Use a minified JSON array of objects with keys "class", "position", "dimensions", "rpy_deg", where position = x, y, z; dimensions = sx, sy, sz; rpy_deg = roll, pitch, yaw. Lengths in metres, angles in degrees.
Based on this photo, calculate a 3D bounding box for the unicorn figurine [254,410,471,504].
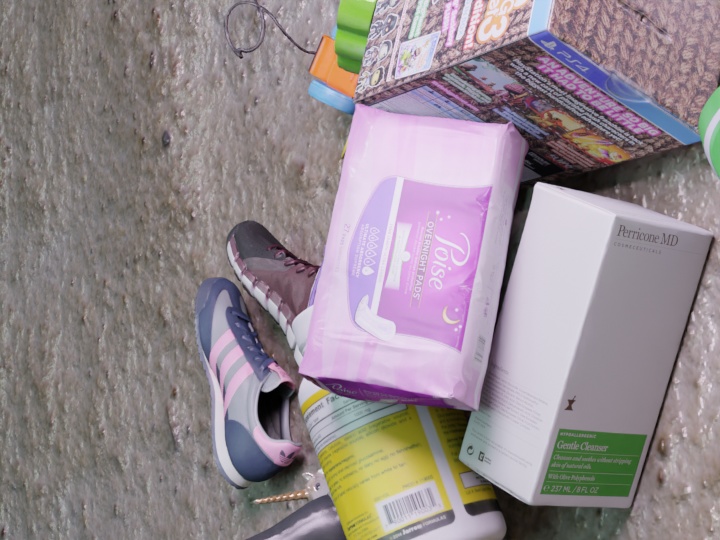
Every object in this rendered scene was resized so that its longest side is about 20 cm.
[{"class":"unicorn figurine","position":[0.031,0.157,1.278],"dimensions":[0.201,0.074,0.137],"rpy_deg":[-52,47,6]}]

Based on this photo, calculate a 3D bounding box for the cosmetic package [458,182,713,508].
[{"class":"cosmetic package","position":[0.152,0.052,1.105],"dimensions":[0.085,0.107,0.202],"rpy_deg":[28,107,50]}]

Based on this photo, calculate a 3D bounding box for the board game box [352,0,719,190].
[{"class":"board game box","position":[0.122,-0.145,1.121],"dimensions":[0.199,0.159,0.098],"rpy_deg":[-13,57,50]}]

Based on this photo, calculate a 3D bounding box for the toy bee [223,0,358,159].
[{"class":"toy bee","position":[0.000,-0.174,1.364],"dimensions":[0.131,0.108,0.200],"rpy_deg":[-46,71,18]}]

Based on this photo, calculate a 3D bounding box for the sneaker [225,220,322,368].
[{"class":"sneaker","position":[-0.032,0.001,1.390],"dimensions":[0.116,0.075,0.201],"rpy_deg":[-53,56,25]}]

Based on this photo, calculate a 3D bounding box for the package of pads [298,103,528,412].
[{"class":"package of pads","position":[0.039,-0.009,1.099],"dimensions":[0.119,0.076,0.202],"rpy_deg":[7,77,18]}]

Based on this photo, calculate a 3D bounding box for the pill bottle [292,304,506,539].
[{"class":"pill bottle","position":[0.022,0.117,1.171],"dimensions":[0.112,0.112,0.202],"rpy_deg":[-36,68,43]}]

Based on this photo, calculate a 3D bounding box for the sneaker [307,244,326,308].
[{"class":"sneaker","position":[0.000,0.000,1.278],"dimensions":[0.088,0.080,0.203],"rpy_deg":[-21,-56,-83]}]

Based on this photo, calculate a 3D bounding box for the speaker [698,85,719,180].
[{"class":"speaker","position":[0.282,-0.033,0.970],"dimensions":[0.089,0.088,0.201],"rpy_deg":[-53,46,32]}]

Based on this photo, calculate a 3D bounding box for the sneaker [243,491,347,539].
[{"class":"sneaker","position":[-0.033,0.268,1.246],"dimensions":[0.075,0.105,0.202],"rpy_deg":[-128,19,-66]}]

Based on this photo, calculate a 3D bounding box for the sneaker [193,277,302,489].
[{"class":"sneaker","position":[-0.095,0.091,1.463],"dimensions":[0.081,0.070,0.202],"rpy_deg":[-25,66,29]}]

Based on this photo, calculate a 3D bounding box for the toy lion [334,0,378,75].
[{"class":"toy lion","position":[0.027,-0.247,1.262],"dimensions":[0.068,0.200,0.194],"rpy_deg":[17,104,9]}]
